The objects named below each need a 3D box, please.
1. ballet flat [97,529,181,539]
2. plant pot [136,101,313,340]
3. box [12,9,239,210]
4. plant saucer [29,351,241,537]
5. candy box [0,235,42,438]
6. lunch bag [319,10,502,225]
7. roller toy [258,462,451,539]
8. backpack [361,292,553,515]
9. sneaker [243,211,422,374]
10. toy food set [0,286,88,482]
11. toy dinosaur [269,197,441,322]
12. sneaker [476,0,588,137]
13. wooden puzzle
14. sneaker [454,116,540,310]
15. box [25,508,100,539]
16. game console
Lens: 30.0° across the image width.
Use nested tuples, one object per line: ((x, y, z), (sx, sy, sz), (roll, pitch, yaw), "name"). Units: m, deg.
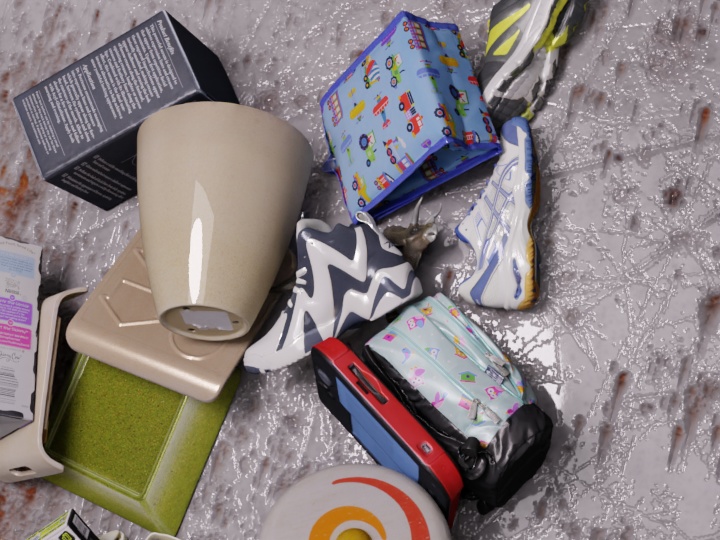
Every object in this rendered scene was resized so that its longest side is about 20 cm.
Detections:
((-0.243, 0.310, 1.433), (0.199, 0.069, 0.063), (5, 53, 15), "ballet flat")
((-0.148, -0.038, 1.372), (0.186, 0.187, 0.201), (-4, 63, 16), "plant pot")
((-0.249, -0.171, 1.473), (0.199, 0.148, 0.107), (-28, 73, 9), "box")
((-0.257, 0.162, 1.464), (0.199, 0.048, 0.200), (21, 86, 19), "plant saucer")
((-0.417, 0.083, 1.457), (0.167, 0.071, 0.201), (-27, 57, 45), "candy box")
((0.028, -0.148, 1.402), (0.200, 0.094, 0.151), (-32, 67, 38), "lunch bag")
((-0.006, 0.280, 1.256), (0.199, 0.140, 0.183), (24, 59, 18), "roller toy")
((0.095, 0.124, 1.322), (0.126, 0.167, 0.200), (-37, 68, -17), "backpack")
((-0.050, 0.012, 1.348), (0.199, 0.079, 0.130), (-30, 84, 20), "sneaker")
((-0.348, 0.125, 1.462), (0.143, 0.060, 0.201), (-17, 65, 49), "toy food set")
((0.000, 0.000, 1.417), (0.199, 0.077, 0.103), (-10, 65, 20), "toy dinosaur")
((0.164, -0.232, 1.414), (0.085, 0.074, 0.200), (36, 96, 44), "sneaker")
((-0.189, 0.037, 1.444), (0.185, 0.046, 0.200), (19, 57, 15), "wooden puzzle")
((0.138, -0.061, 1.376), (0.088, 0.075, 0.201), (0, 79, 17), "sneaker")
((-0.278, 0.352, 1.382), (0.110, 0.035, 0.200), (-35, 107, 9), "box")
((0.023, 0.164, 1.316), (0.031, 0.177, 0.200), (-36, 70, -18), "game console")
